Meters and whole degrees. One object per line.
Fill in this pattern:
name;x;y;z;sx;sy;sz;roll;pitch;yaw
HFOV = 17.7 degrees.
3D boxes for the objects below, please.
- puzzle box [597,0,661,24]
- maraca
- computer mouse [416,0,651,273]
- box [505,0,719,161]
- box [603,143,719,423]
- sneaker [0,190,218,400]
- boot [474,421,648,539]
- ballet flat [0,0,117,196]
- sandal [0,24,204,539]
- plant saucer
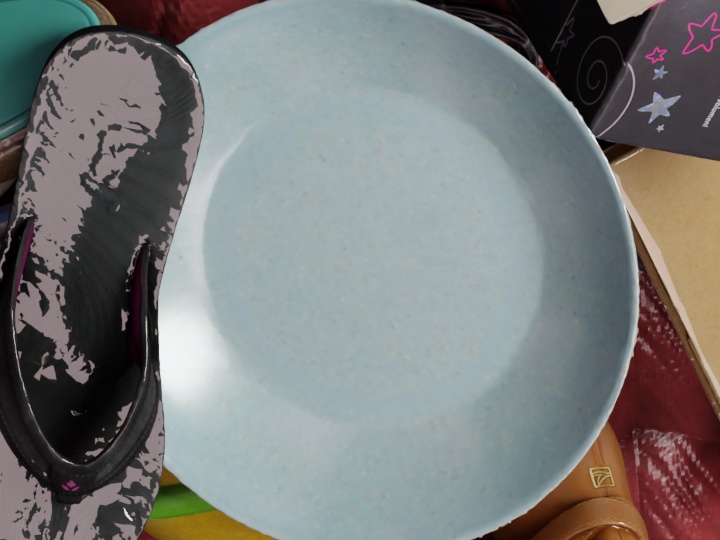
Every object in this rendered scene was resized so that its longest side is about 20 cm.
puzzle box;0.088;-0.192;0.695;0.133;0.201;0.025;-25;180;36
maraca;-0.009;0.052;0.908;0.199;0.137;0.107;-20;106;5
computer mouse;0.082;-0.055;0.922;0.200;0.034;0.059;32;100;-28
box;0.143;-0.152;0.791;0.114;0.132;0.201;10;124;-27
box;0.214;-0.023;0.934;0.199;0.021;0.164;-30;106;-4
sneaker;-0.126;0.021;0.855;0.199;0.083;0.074;-20;164;-10
boot;0.068;0.147;0.994;0.073;0.155;0.201;-3;129;-17
ballet flat;-0.171;-0.038;0.829;0.199;0.068;0.072;-25;152;2
sandal;-0.098;0.018;0.784;0.075;0.048;0.202;6;107;-8
plant saucer;0.000;0.000;0.812;0.200;0.039;0.202;3;105;12
